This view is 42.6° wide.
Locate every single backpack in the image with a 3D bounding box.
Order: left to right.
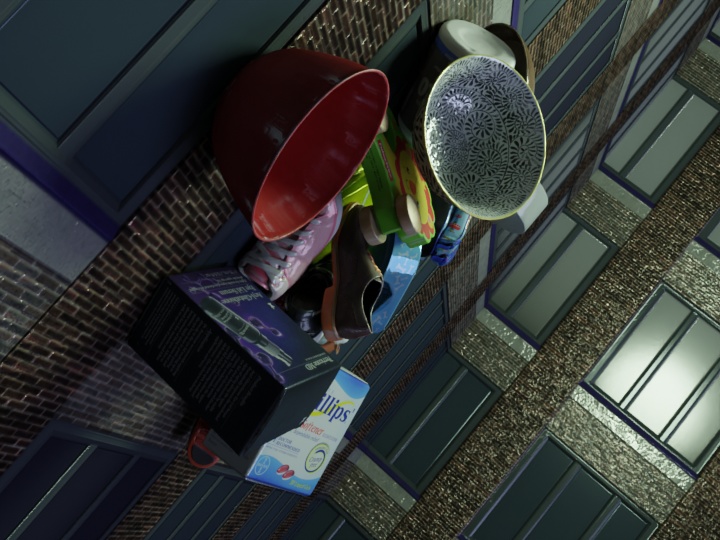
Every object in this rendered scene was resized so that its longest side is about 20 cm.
[{"bbox_3d":[0.107,-0.096,1.465,0.200,0.133,0.184,105,9,-69],"label":"backpack"}]

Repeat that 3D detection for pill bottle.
[{"bbox_3d":[0.120,-0.229,1.272,0.113,0.113,0.201,-32,155,-51],"label":"pill bottle"}]

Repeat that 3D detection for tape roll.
[{"bbox_3d":[0.228,-0.154,1.602,0.066,0.200,0.200,-48,165,-6],"label":"tape roll"}]

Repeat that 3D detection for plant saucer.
[{"bbox_3d":[0.186,-0.245,1.306,0.034,0.202,0.201,8,130,-26],"label":"plant saucer"}]

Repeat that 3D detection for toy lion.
[{"bbox_3d":[0.041,-0.124,1.162,0.068,0.202,0.192,-16,-171,20],"label":"toy lion"}]

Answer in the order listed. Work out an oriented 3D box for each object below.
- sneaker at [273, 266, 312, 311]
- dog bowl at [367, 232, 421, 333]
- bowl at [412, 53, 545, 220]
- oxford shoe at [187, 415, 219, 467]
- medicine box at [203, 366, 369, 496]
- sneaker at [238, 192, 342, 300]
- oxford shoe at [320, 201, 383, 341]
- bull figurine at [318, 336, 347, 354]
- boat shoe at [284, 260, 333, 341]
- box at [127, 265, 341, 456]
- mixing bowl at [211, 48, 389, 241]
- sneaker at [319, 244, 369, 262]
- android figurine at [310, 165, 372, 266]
[{"bbox_3d":[-0.112,0.061,1.335,0.199,0.080,0.075,-33,159,-50],"label":"sneaker"},{"bbox_3d":[0.027,0.008,1.300,0.112,0.049,0.201,-102,-148,-48],"label":"dog bowl"},{"bbox_3d":[0.132,-0.163,1.169,0.201,0.202,0.094,-43,-159,-27],"label":"bowl"},{"bbox_3d":[-0.214,0.201,1.429,0.202,0.071,0.073,-59,-161,2],"label":"oxford shoe"},{"bbox_3d":[-0.108,0.218,1.401,0.202,0.102,0.182,-60,145,-4],"label":"medicine box"},{"bbox_3d":[-0.093,-0.033,1.173,0.105,0.075,0.201,-43,168,-47],"label":"sneaker"},{"bbox_3d":[0.000,0.000,1.234,0.071,0.072,0.203,50,43,-58],"label":"oxford shoe"},{"bbox_3d":[-0.066,0.116,1.552,0.199,0.066,0.121,-31,178,33],"label":"bull figurine"},{"bbox_3d":[-0.058,0.031,1.274,0.201,0.074,0.061,-74,173,-60],"label":"boat shoe"},{"bbox_3d":[-0.146,0.099,1.086,0.105,0.199,0.148,-55,164,18],"label":"box"},{"bbox_3d":[-0.074,-0.141,0.914,0.200,0.108,0.201,-46,164,-17],"label":"mixing bowl"},{"bbox_3d":[0.006,-0.028,1.406,0.198,0.072,0.080,-21,-158,38],"label":"sneaker"},{"bbox_3d":[-0.030,-0.084,1.310,0.199,0.041,0.183,-37,159,-42],"label":"android figurine"}]
